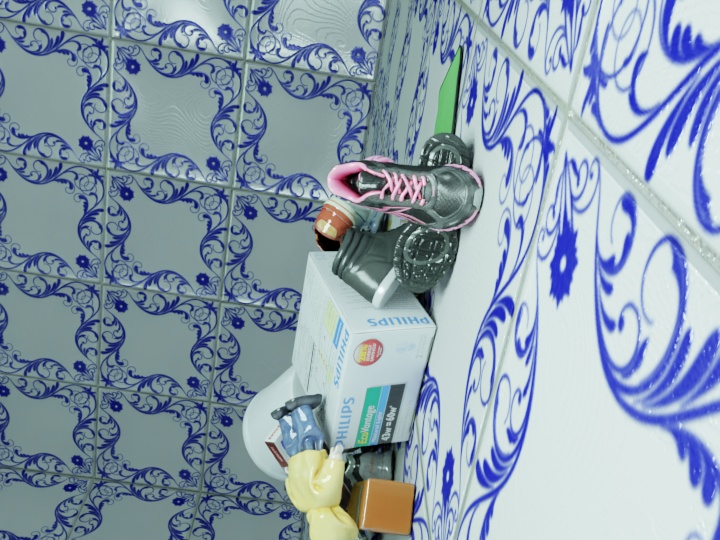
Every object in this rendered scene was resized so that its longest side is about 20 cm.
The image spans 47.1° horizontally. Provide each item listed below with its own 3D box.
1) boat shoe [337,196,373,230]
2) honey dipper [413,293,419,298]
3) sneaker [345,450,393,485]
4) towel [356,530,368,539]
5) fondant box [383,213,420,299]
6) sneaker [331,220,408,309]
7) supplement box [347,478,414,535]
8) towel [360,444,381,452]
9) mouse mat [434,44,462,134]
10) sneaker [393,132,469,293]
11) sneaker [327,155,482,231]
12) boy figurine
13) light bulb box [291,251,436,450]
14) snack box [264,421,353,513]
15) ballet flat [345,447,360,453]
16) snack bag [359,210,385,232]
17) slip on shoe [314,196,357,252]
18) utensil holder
[{"bbox_3d":[-0.001,-0.104,1.375,0.087,0.074,0.202,-68,-18,-3],"label":"boat shoe"},{"bbox_3d":[0.077,0.046,1.198,0.201,0.038,0.038,109,169,-46],"label":"honey dipper"},{"bbox_3d":[0.002,0.332,1.325,0.201,0.079,0.074,102,173,-57],"label":"sneaker"},{"bbox_3d":[-0.032,0.422,1.321,0.194,0.034,0.201,60,158,26],"label":"towel"},{"bbox_3d":[0.062,-0.010,1.321,0.145,0.058,0.201,103,172,-48],"label":"fondant box"},{"bbox_3d":[0.034,-0.041,1.109,0.200,0.099,0.071,-50,-14,-41],"label":"sneaker"},{"bbox_3d":[0.024,0.322,1.127,0.200,0.066,0.070,113,165,-71],"label":"supplement box"},{"bbox_3d":[0.007,0.208,1.406,0.147,0.021,0.202,112,149,-58],"label":"towel"},{"bbox_3d":[0.123,-0.208,1.218,0.161,0.007,0.202,116,163,-76],"label":"mouse mat"},{"bbox_3d":[0.093,-0.070,1.027,0.091,0.075,0.202,-56,-18,-78],"label":"sneaker"},{"bbox_3d":[0.043,-0.091,0.938,0.199,0.095,0.080,12,96,41],"label":"sneaker"},{"bbox_3d":[-0.054,0.262,1.062,0.124,0.064,0.202,-41,62,42],"label":"boy figurine"},{"bbox_3d":[-0.003,0.106,1.155,0.200,0.123,0.200,-123,37,-52],"label":"light bulb box"},{"bbox_3d":[-0.066,0.288,1.181,0.072,0.024,0.201,-51,-56,-38],"label":"snack box"},{"bbox_3d":[-0.032,0.234,1.501,0.068,0.072,0.202,-41,54,35],"label":"ballet flat"},{"bbox_3d":[0.000,0.000,1.313,0.200,0.021,0.190,-58,-16,-60],"label":"snack bag"},{"bbox_3d":[-0.042,-0.051,1.268,0.061,0.074,0.200,-55,-8,-13],"label":"slip on shoe"},{"bbox_3d":[-0.079,0.235,1.345,0.200,0.169,0.171,-43,34,50],"label":"utensil holder"}]
